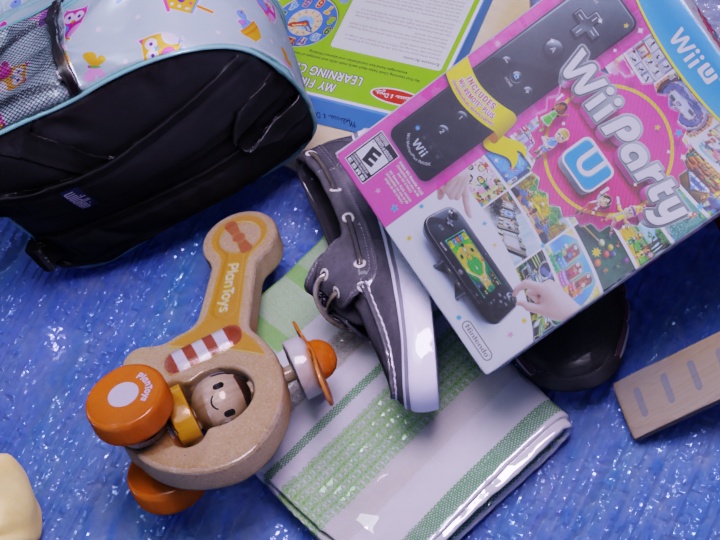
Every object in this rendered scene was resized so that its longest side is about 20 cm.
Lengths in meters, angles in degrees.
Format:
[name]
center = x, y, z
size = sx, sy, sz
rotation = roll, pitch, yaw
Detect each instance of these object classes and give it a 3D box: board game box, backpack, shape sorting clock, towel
[board game box]
center = 0.110, -0.062, 1.251
size = 0.200, 0.064, 0.148
rotation = -36, 84, 13
[backpack]
center = -0.133, -0.109, 1.380
size = 0.200, 0.176, 0.154
rotation = -20, 59, 17
[shape sorting clock]
center = 0.010, -0.144, 1.454
size = 0.199, 0.039, 0.201
rotation = -9, 59, 15
[towel]
center = 0.003, 0.079, 1.341
size = 0.149, 0.031, 0.200
rotation = -42, 58, -14

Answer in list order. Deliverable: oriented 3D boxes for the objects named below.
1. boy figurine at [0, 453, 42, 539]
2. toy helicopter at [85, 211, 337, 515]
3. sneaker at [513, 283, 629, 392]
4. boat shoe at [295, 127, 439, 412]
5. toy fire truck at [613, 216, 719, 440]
[boy figurine]
center = -0.234, 0.196, 1.308
size = 0.124, 0.064, 0.200
rotation = 4, 61, 21
[toy helicopter]
center = -0.068, 0.040, 1.326
size = 0.132, 0.079, 0.200
rotation = -8, 44, 17
[sneaker]
center = 0.102, -0.039, 1.320
size = 0.075, 0.116, 0.200
rotation = -10, 55, 6
[boat shoe]
center = 0.000, 0.000, 1.327
size = 0.066, 0.070, 0.200
rotation = -10, 53, -3
[toy fire truck]
center = 0.227, -0.003, 1.288
size = 0.199, 0.129, 0.176
rotation = -18, 57, -8
